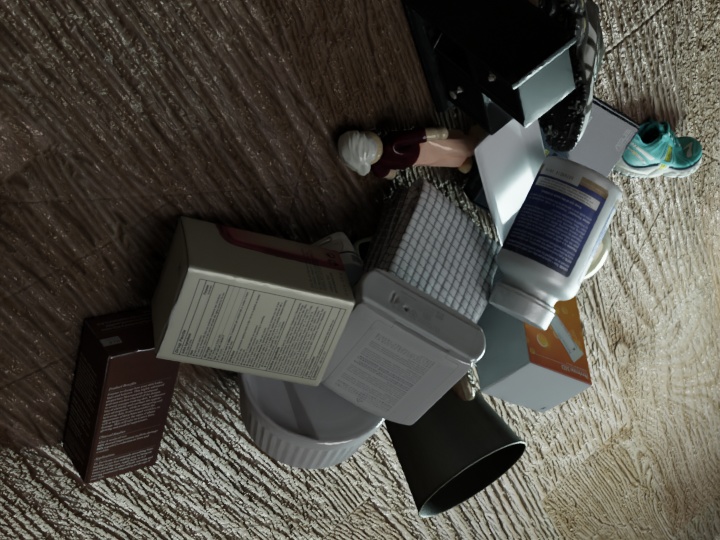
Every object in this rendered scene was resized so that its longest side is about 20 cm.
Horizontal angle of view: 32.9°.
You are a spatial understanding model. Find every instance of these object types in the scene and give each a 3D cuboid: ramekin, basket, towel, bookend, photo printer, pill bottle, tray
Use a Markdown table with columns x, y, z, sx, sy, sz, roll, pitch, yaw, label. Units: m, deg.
| x | y | z | sx | sy | sz | roll | pitch | yaw | label |
| --- | --- | --- | --- | --- | --- | --- | --- | --- | --- |
| -0.065 | 0.161 | 1.561 | 0.201 | 0.203 | 0.095 | -18 | 149 | -32 | ramekin |
| 0.108 | 0.211 | 1.713 | 0.180 | 0.201 | 0.136 | -37 | 153 | 13 | basket |
| 0.082 | 0.009 | 1.532 | 0.165 | 0.085 | 0.201 | 42 | 52 | -26 | towel |
| 0.158 | -0.222 | 1.388 | 0.092 | 0.199 | 0.201 | -37 | 145 | -9 | bookend |
| 0.033 | 0.100 | 1.443 | 0.200 | 0.165 | 0.070 | -53 | -169 | 50 | photo printer |
| 0.240 | -0.033 | 1.539 | 0.111 | 0.110 | 0.202 | 29 | 87 | -53 | pill bottle |
| 0.191 | -0.124 | 1.542 | 0.107 | 0.022 | 0.201 | -43 | 143 | -15 | tray |

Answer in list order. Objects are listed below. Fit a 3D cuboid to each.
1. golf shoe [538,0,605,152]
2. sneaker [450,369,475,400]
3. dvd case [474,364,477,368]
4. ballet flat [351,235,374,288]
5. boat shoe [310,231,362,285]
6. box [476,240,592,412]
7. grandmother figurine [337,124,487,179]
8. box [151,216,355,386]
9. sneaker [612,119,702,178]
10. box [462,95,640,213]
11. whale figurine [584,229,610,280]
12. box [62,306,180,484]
| x | y | z | sx | sy | sz | roll | pitch | yaw | label |
| --- | --- | --- | --- | --- | --- | --- | --- | --- | --- |
| 0.274 | -0.248 | 1.523 | 0.094 | 0.077 | 0.202 | -4 | 99 | -46 | golf shoe |
| 0.091 | 0.092 | 1.663 | 0.075 | 0.202 | 0.070 | -24 | 176 | 11 | sneaker |
| 0.149 | 0.075 | 1.722 | 0.017 | 0.144 | 0.200 | -23 | 149 | 12 | dvd case |
| 0.000 | 0.000 | 1.580 | 0.199 | 0.068 | 0.076 | -35 | 122 | -23 | ballet flat |
| -0.094 | 0.018 | 1.492 | 0.199 | 0.066 | 0.072 | -31 | 146 | 12 | boat shoe |
| 0.224 | 0.073 | 1.656 | 0.124 | 0.202 | 0.097 | 20 | 140 | -34 | box |
| 0.056 | -0.146 | 1.480 | 0.198 | 0.061 | 0.121 | -3 | 148 | -37 | grandmother figurine |
| -0.125 | 0.036 | 1.381 | 0.198 | 0.109 | 0.129 | 13 | 120 | -21 | box |
| 0.449 | -0.184 | 1.825 | 0.199 | 0.077 | 0.080 | -8 | 122 | -40 | sneaker |
| 0.254 | -0.150 | 1.632 | 0.157 | 0.051 | 0.201 | 25 | 108 | -24 | box |
| 0.287 | -0.080 | 1.761 | 0.157 | 0.104 | 0.202 | -16 | 116 | -4 | whale figurine |
| -0.280 | 0.147 | 1.430 | 0.099 | 0.075 | 0.201 | -10 | 134 | -38 | box |
